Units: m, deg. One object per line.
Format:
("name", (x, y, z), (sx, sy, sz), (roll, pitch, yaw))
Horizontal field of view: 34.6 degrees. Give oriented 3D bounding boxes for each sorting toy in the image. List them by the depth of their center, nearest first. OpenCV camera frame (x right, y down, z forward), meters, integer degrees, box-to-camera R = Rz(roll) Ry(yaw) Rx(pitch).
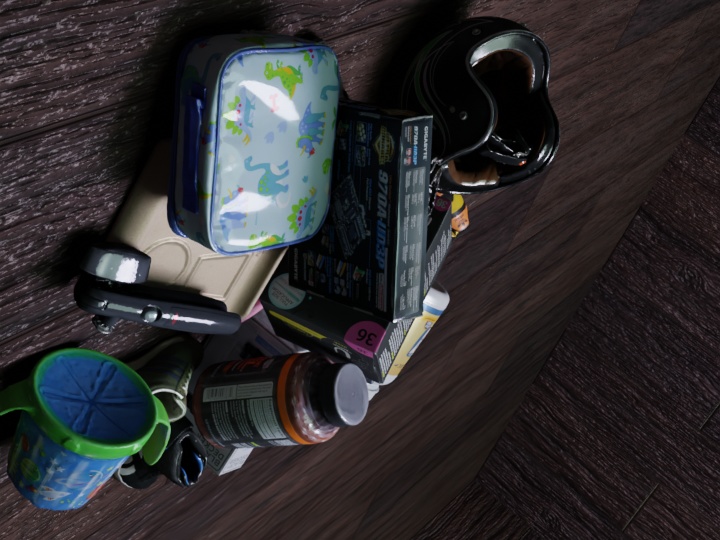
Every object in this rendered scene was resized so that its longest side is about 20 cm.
("sorting toy", (-0.161, -0.039, 1.180), (0.200, 0.036, 0.185), (13, 116, -44))

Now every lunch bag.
("lunch bag", (-0.102, -0.120, 1.078), (0.161, 0.082, 0.201), (-16, 119, -45))

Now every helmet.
("helmet", (0.140, -0.208, 1.414), (0.199, 0.191, 0.200), (-7, 161, -2))

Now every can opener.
("can opener", (-0.195, 0.034, 1.137), (0.200, 0.063, 0.079), (22, 110, -44))

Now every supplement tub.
("supplement tub", (-0.091, 0.151, 1.347), (0.107, 0.200, 0.107), (20, 66, -54))
("supplement tub", (0.023, 0.079, 1.733), (0.200, 0.145, 0.145), (-55, 161, 10))

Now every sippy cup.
("sippy cup", (-0.295, 0.171, 1.184), (0.130, 0.178, 0.140), (-55, -174, 28))

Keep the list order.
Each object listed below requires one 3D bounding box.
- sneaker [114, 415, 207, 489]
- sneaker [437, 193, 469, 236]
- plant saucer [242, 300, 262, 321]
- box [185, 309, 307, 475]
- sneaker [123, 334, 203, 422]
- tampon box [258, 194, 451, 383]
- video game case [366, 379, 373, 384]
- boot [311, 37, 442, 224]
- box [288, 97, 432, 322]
("sneaker", (-0.249, 0.245, 1.454), (0.073, 0.112, 0.200), (-38, 157, -34))
("sneaker", (0.100, -0.083, 1.614), (0.070, 0.090, 0.200), (-32, -176, -8))
("plant saucer", (-0.126, -0.024, 1.343), (0.201, 0.051, 0.201), (-45, 160, -22))
("box", (-0.158, 0.147, 1.479), (0.200, 0.117, 0.060), (-56, 164, 15))
("sneaker", (-0.231, 0.140, 1.336), (0.200, 0.090, 0.067), (-20, 143, -58))
("tampon box", (0.000, 0.000, 1.339), (0.200, 0.150, 0.126), (-63, 166, -17))
("video game case", (0.050, 0.037, 1.543), (0.143, 0.019, 0.200), (-53, 159, -47))
("boot", (0.013, -0.145, 1.229), (0.069, 0.174, 0.200), (-50, 155, -24))
("box", (-0.005, -0.064, 1.142), (0.046, 0.159, 0.201), (-13, 112, -42))
